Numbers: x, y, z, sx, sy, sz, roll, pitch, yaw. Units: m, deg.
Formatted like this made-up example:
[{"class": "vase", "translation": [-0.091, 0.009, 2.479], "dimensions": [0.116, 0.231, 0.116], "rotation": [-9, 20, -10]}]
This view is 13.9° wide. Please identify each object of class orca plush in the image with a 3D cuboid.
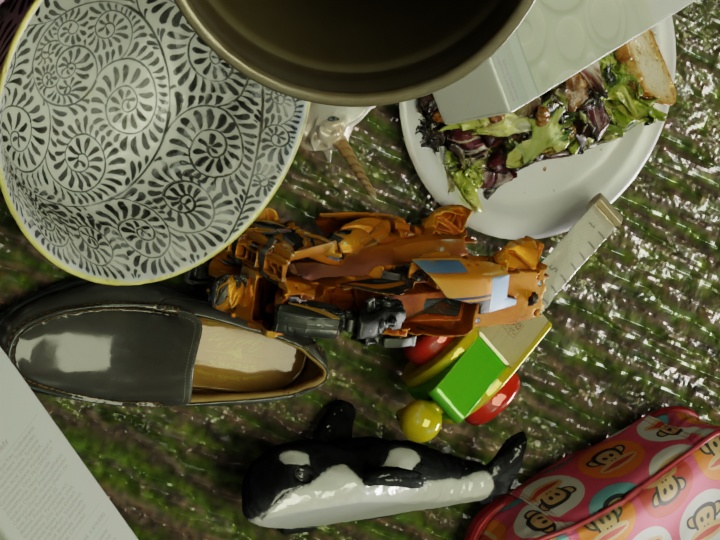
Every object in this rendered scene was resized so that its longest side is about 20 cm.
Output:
[{"class": "orca plush", "translation": [0.009, 0.106, 1.747], "dimensions": [0.199, 0.105, 0.071], "rotation": [-7, 75, -26]}]

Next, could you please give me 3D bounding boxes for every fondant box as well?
[{"class": "fondant box", "translation": [0.103, -0.189, 1.682], "dimensions": [0.200, 0.058, 0.145], "rotation": [-33, 106, -40]}]

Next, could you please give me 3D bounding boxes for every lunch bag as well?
[{"class": "lunch bag", "translation": [0.171, 0.198, 1.860], "dimensions": [0.199, 0.082, 0.177], "rotation": [-27, 116, -23]}]

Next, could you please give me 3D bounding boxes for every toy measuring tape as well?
[{"class": "toy measuring tape", "translation": [0.082, 0.031, 1.770], "dimensions": [0.200, 0.073, 0.074], "rotation": [-49, 123, -28]}]

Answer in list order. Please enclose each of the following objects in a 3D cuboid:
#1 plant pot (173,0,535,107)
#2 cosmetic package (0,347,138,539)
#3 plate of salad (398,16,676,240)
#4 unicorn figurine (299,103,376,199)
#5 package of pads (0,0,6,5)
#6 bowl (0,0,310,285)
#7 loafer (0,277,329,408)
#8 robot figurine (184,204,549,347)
[{"class": "plant pot", "translation": [-0.002, -0.203, 1.495], "dimensions": [0.199, 0.174, 0.201], "rotation": [0, 110, 1]}, {"class": "cosmetic package", "translation": [-0.209, 0.111, 1.590], "dimensions": [0.074, 0.101, 0.201], "rotation": [-52, 126, -34]}, {"class": "plate of salad", "translation": [0.113, -0.114, 1.762], "dimensions": [0.199, 0.048, 0.201], "rotation": [-9, 108, -29]}, {"class": "unicorn figurine", "translation": [-0.029, -0.159, 1.660], "dimensions": [0.200, 0.074, 0.137], "rotation": [44, 80, -15]}, {"class": "package of pads", "translation": [-0.191, -0.192, 1.516], "dimensions": [0.200, 0.120, 0.076], "rotation": [-39, 119, -16]}, {"class": "bowl", "translation": [-0.132, -0.101, 1.584], "dimensions": [0.200, 0.094, 0.202], "rotation": [-15, 117, -32]}, {"class": "loafer", "translation": [-0.110, 0.043, 1.656], "dimensions": [0.199, 0.072, 0.073], "rotation": [-3, 106, -29]}, {"class": "robot figurine", "translation": [0.000, 0.000, 1.672], "dimensions": [0.199, 0.145, 0.059], "rotation": [-2, 108, -37]}]
